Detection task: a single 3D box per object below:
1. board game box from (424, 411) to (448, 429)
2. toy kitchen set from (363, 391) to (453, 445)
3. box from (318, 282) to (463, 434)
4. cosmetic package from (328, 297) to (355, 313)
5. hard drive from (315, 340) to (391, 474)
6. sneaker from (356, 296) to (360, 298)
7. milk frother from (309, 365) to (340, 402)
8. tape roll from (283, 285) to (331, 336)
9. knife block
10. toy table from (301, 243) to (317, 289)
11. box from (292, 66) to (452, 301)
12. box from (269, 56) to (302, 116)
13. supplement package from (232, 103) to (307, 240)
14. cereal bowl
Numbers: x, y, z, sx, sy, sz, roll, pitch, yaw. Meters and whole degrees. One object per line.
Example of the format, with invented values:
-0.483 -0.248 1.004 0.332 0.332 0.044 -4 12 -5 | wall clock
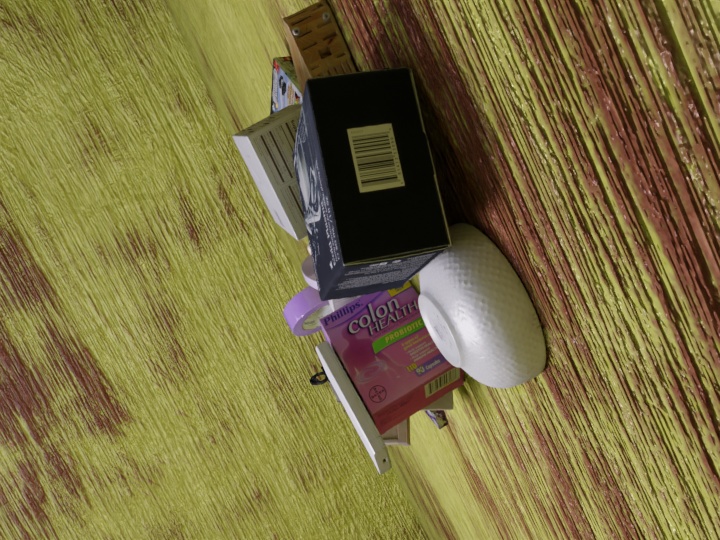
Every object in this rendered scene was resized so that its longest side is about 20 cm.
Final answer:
0.127 0.258 1.419 0.121 0.032 0.200 64 170 -27 | board game box
0.102 0.232 1.186 0.181 0.160 0.204 57 -148 -65 | toy kitchen set
0.053 0.139 1.069 0.201 0.174 0.097 56 169 34 | box
-0.056 -0.007 1.180 0.201 0.050 0.084 -117 16 -57 | cosmetic package
-0.010 0.227 1.034 0.201 0.026 0.133 57 169 29 | hard drive
0.000 0.000 1.267 0.074 0.086 0.202 -55 28 31 | sneaker
-0.130 0.548 2.998 0.191 0.198 0.180 63 166 -6 | milk frother
-0.126 0.110 1.842 0.066 0.197 0.201 58 169 23 | tape roll
-0.051 -0.258 0.903 0.203 0.063 0.175 65 169 -12 | knife block
-0.024 -0.045 1.032 0.185 0.196 0.119 -67 -34 -49 | toy table
0.002 -0.088 0.721 0.197 0.121 0.204 125 134 -74 | box
-0.126 -0.268 1.154 0.138 0.039 0.202 55 148 37 | box
-0.097 -0.151 0.922 0.158 0.110 0.200 64 171 -18 | supplement package
0.126 0.052 0.739 0.202 0.082 0.201 59 169 19 | cereal bowl
